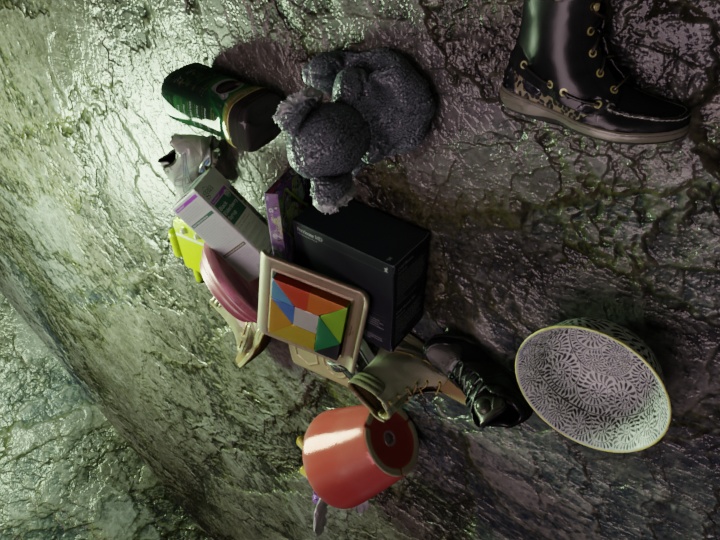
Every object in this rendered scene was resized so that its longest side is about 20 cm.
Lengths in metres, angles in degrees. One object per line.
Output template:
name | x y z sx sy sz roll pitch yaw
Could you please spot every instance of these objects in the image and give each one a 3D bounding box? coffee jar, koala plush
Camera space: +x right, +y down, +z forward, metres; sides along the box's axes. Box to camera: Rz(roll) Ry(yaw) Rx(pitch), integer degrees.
coffee jar | -0.220 -0.265 0.990 0.199 0.104 0.086 27 139 26
koala plush | -0.022 -0.185 0.789 0.183 0.200 0.179 3 123 41

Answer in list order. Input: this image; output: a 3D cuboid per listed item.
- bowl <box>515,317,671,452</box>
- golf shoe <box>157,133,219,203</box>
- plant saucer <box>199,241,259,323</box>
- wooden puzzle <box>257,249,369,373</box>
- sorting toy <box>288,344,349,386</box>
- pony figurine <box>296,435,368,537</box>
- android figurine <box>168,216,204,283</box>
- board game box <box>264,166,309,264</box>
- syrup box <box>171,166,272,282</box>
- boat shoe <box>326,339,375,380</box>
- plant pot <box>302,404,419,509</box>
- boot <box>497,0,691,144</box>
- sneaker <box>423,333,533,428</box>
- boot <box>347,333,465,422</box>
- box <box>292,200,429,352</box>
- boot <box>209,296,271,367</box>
bowl | 0.316 0.131 0.809 0.199 0.094 0.202 25 136 27
golf shoe | -0.338 -0.191 1.156 0.200 0.096 0.079 -50 39 46
plant saucer | -0.244 0.025 1.191 0.051 0.201 0.201 -36 95 7
wooden puzzle | -0.087 0.074 0.998 0.198 0.037 0.186 24 134 13
sorting toy | -0.082 0.148 1.254 0.184 0.036 0.201 17 136 34
pony figurine | -0.072 0.509 1.462 0.199 0.165 0.195 31 133 44
android figurine | -0.352 -0.049 1.343 0.181 0.041 0.202 22 136 30
board game box | -0.114 -0.063 1.028 0.032 0.120 0.202 5 122 12
syrup box | -0.239 -0.083 1.125 0.081 0.079 0.200 -27 116 35
boat shoe | -0.026 0.154 1.109 0.072 0.071 0.200 20 161 35
plant pot | 0.009 0.358 1.225 0.201 0.200 0.177 52 132 -4
boot | 0.241 -0.221 0.613 0.202 0.073 0.155 24 133 29
sneaker | 0.177 0.172 0.950 0.199 0.114 0.077 36 111 16
boot | 0.094 0.201 1.028 0.199 0.155 0.073 31 138 21
box | 0.000 0.000 0.995 0.199 0.104 0.183 26 137 26
boot | -0.277 0.122 1.383 0.155 0.073 0.200 43 139 7
